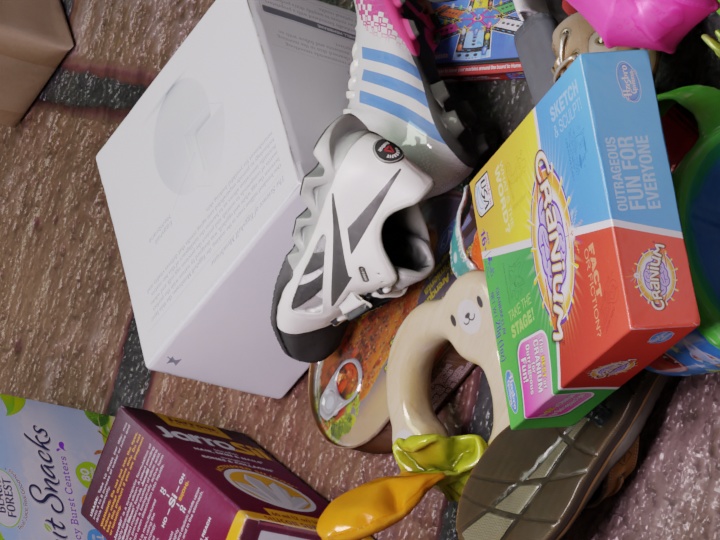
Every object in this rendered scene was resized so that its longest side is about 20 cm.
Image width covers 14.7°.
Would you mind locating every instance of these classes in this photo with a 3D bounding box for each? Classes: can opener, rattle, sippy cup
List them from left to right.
[{"bbox_3d":[0.034,0.050,1.690,0.130,0.142,0.201,-132,44,-54],"label":"rattle"},{"bbox_3d":[0.126,-0.142,1.713,0.066,0.052,0.201,-40,48,38],"label":"can opener"},{"bbox_3d":[0.196,-0.001,1.533,0.130,0.139,0.179,-28,46,60],"label":"sippy cup"}]

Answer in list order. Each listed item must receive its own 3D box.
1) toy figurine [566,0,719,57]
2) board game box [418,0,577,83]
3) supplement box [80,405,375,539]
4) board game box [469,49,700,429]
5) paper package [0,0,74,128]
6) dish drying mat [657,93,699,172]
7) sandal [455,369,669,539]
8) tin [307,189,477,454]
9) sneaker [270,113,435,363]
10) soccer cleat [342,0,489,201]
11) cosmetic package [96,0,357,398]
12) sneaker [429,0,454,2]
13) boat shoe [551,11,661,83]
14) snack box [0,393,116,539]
[{"bbox_3d":[0.186,-0.173,1.554,0.151,0.183,0.200,-58,37,22],"label":"toy figurine"},{"bbox_3d":[0.088,-0.177,1.842,0.200,0.019,0.104,1,78,55],"label":"board game box"},{"bbox_3d":[-0.092,0.174,1.885,0.200,0.110,0.086,33,105,54],"label":"supplement box"},{"bbox_3d":[0.118,-0.013,1.518,0.200,0.040,0.154,129,135,-66],"label":"board game box"},{"bbox_3d":[-0.363,-0.236,2.349,0.104,0.199,0.191,-50,42,32],"label":"paper package"},{"bbox_3d":[0.143,-0.014,1.704,0.201,0.018,0.077,-61,37,18],"label":"dish drying mat"},{"bbox_3d":[0.135,0.098,1.649,0.200,0.054,0.082,-56,43,3],"label":"sandal"},{"bbox_3d":[0.035,0.037,1.821,0.200,0.042,0.112,-51,37,31],"label":"tin"},{"bbox_3d":[0.000,0.000,1.775,0.088,0.074,0.201,30,139,16],"label":"sneaker"},{"bbox_3d":[0.015,-0.126,1.833,0.086,0.070,0.201,-33,49,16],"label":"soccer cleat"},{"bbox_3d":[-0.068,-0.055,1.928,0.199,0.122,0.201,-48,41,34],"label":"cosmetic package"},{"bbox_3d":[0.076,-0.252,1.834,0.085,0.074,0.201,-33,30,60],"label":"sneaker"},{"bbox_3d":[0.142,-0.119,1.639,0.071,0.064,0.201,97,-172,-46],"label":"boat shoe"},{"bbox_3d":[-0.221,0.192,2.012,0.068,0.168,0.201,-49,42,35],"label":"snack box"}]
